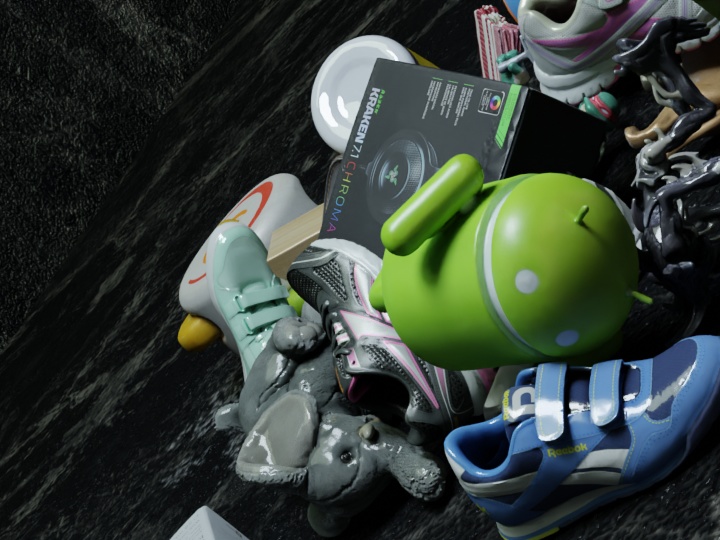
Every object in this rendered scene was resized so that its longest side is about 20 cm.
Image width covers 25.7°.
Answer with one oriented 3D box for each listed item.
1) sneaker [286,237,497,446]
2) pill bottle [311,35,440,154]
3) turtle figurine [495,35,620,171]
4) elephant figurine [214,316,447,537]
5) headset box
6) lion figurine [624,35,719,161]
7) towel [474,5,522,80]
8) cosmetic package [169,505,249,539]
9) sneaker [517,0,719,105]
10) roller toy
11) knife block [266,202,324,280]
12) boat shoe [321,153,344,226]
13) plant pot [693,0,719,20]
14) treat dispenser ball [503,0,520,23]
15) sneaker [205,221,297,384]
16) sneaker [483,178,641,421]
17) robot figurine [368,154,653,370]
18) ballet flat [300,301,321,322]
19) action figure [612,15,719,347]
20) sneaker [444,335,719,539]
[{"bbox_3d":[0.007,0.052,1.156,0.086,0.081,0.200,-37,52,-23],"label":"sneaker"},{"bbox_3d":[0.046,-0.142,1.485,0.112,0.112,0.200,-45,-27,14],"label":"pill bottle"},{"bbox_3d":[0.146,-0.095,1.289,0.200,0.100,0.150,-46,40,18],"label":"turtle figurine"},{"bbox_3d":[-0.028,0.137,1.212,0.201,0.140,0.156,-100,21,-50],"label":"elephant figurine"},{"bbox_3d":[0.077,-0.057,1.212,0.199,0.092,0.176,21,94,50],"label":"headset box"},{"bbox_3d":[0.262,-0.147,1.178,0.122,0.073,0.201,-19,44,24],"label":"lion figurine"},{"bbox_3d":[0.132,-0.161,1.436,0.023,0.145,0.200,-8,15,0],"label":"towel"},{"bbox_3d":[-0.119,0.271,1.226,0.102,0.074,0.200,-50,15,0],"label":"cosmetic package"},{"bbox_3d":[0.199,-0.202,1.155,0.199,0.088,0.082,-30,36,23],"label":"sneaker"},{"bbox_3d":[-0.098,-0.001,1.653,0.200,0.140,0.183,-37,20,39],"label":"roller toy"},{"bbox_3d":[0.030,-0.061,1.404,0.064,0.198,0.177,-86,10,-65],"label":"knife block"},{"bbox_3d":[0.000,0.000,1.335,0.074,0.202,0.073,-6,1,20],"label":"boat shoe"},{"bbox_3d":[0.290,-0.210,1.004,0.200,0.190,0.200,-44,18,18],"label":"plant pot"},{"bbox_3d":[0.210,-0.276,1.339,0.201,0.201,0.201,-44,17,17],"label":"treat dispenser ball"},{"bbox_3d":[-0.072,0.048,1.437,0.073,0.202,0.118,-20,6,-31],"label":"sneaker"},{"bbox_3d":[0.131,0.023,1.107,0.074,0.080,0.201,-14,40,60],"label":"sneaker"},{"bbox_3d":[0.093,0.002,1.005,0.199,0.176,0.116,-11,37,51],"label":"robot figurine"},{"bbox_3d":[-0.013,0.006,1.520,0.069,0.069,0.201,-22,30,57],"label":"ballet flat"},{"bbox_3d":[0.215,-0.057,0.993,0.101,0.202,0.119,-9,-3,8],"label":"action figure"},{"bbox_3d":[0.133,0.092,0.941,0.200,0.082,0.074,-38,18,31],"label":"sneaker"}]
